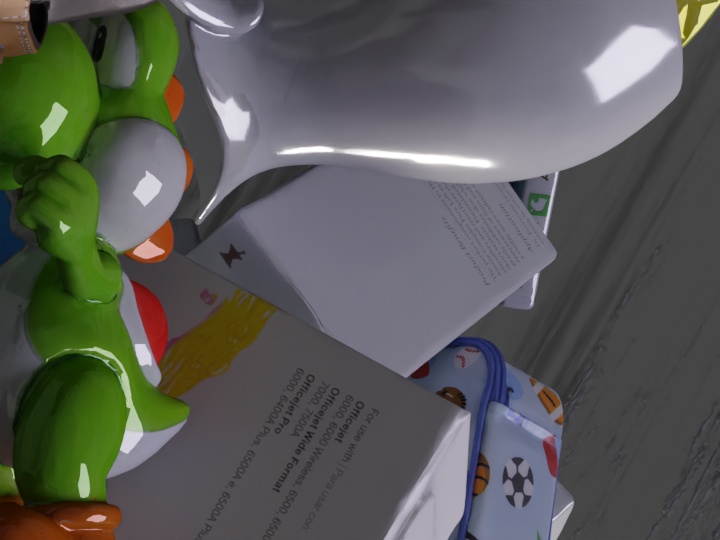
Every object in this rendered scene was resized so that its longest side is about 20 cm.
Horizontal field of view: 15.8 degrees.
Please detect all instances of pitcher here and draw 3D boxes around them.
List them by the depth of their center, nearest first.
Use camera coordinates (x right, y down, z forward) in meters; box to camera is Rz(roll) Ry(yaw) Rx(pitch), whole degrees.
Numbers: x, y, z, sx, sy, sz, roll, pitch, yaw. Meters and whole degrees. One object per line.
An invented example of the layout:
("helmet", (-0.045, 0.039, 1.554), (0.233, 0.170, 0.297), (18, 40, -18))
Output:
("pitcher", (0.020, -0.103, 1.011), (0.172, 0.200, 0.121), (83, -5, -58))

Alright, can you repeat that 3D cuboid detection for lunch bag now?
("lunch bag", (0.009, 0.133, 1.243), (0.076, 0.160, 0.200), (36, 60, -42))

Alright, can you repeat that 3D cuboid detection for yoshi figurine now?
("yoshi figurine", (-0.113, -0.001, 0.824), (0.112, 0.112, 0.200), (60, 38, -76))

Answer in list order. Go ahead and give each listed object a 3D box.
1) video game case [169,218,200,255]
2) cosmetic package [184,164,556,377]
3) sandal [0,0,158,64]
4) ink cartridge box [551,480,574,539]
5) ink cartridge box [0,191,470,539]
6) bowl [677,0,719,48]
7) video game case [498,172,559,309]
("video game case", (-0.071, 0.108, 1.176), (0.182, 0.022, 0.200), (101, -22, -56))
("cosmetic package", (0.000, 0.000, 1.159), (0.074, 0.102, 0.200), (-36, 178, 35))
("sandal", (-0.102, -0.088, 0.746), (0.200, 0.055, 0.082), (-12, 129, -55))
("ink cartridge box", (-0.010, 0.139, 1.364), (0.200, 0.145, 0.084), (-38, 167, -17))
("ink cartridge box", (-0.078, 0.082, 0.941), (0.145, 0.200, 0.147), (-59, 168, -15))
("bowl", (0.081, -0.177, 1.227), (0.108, 0.200, 0.200), (37, 77, -35))
("video game case", (0.081, -0.095, 1.394), (0.200, 0.022, 0.182), (-114, -148, -71))
